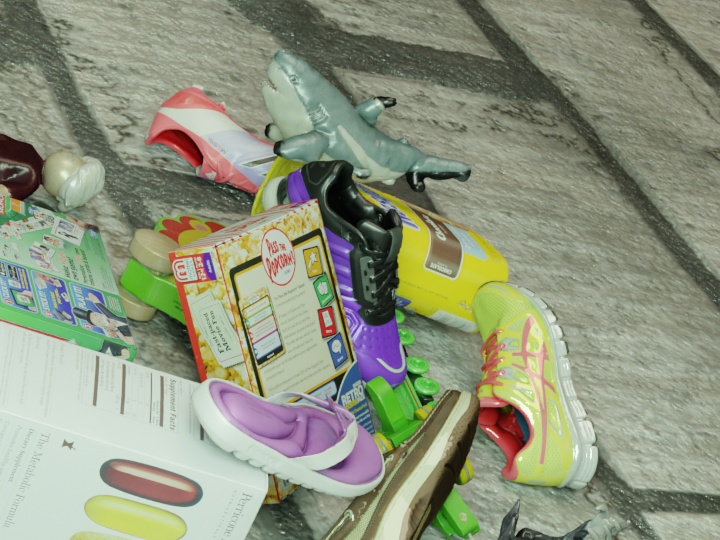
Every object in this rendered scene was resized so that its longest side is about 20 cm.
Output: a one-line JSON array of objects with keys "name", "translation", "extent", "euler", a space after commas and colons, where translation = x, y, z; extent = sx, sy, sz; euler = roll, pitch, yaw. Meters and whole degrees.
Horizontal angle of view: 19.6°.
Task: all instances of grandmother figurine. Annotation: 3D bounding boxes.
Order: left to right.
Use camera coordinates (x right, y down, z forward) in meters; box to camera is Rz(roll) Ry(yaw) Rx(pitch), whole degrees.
[{"name": "grandmother figurine", "translation": [-0.316, -0.093, 1.785], "extent": [0.200, 0.061, 0.121], "euler": [11, 39, -20]}]

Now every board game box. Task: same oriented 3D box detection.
[{"name": "board game box", "translation": [-0.247, 0.002, 1.558], "extent": [0.134, 0.029, 0.200], "euler": [18, 21, -24]}, {"name": "board game box", "translation": [-0.064, 0.060, 1.595], "extent": [0.046, 0.200, 0.151], "euler": [-8, 10, 32]}]

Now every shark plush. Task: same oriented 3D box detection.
[{"name": "shark plush", "translation": [0.004, -0.118, 1.815], "extent": [0.200, 0.083, 0.091], "euler": [23, 10, -1]}]

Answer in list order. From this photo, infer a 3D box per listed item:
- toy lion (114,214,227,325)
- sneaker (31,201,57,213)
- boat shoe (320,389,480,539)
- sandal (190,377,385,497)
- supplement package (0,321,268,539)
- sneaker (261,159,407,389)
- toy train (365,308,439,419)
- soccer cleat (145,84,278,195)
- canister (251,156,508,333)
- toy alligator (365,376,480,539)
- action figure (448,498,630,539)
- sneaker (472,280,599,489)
[{"name": "toy lion", "translation": [-0.107, 0.021, 1.764], "extent": [0.200, 0.069, 0.192], "euler": [36, 22, 19]}, {"name": "sneaker", "translation": [-0.284, -0.005, 1.661], "extent": [0.104, 0.060, 0.200], "euler": [36, 24, 18]}, {"name": "boat shoe", "translation": [0.022, 0.158, 1.552], "extent": [0.075, 0.075, 0.202], "euler": [22, 50, 14]}, {"name": "sandal", "translation": [-0.035, 0.111, 1.451], "extent": [0.203, 0.050, 0.083], "euler": [17, 35, -54]}, {"name": "supplement package", "translation": [-0.176, 0.134, 1.444], "extent": [0.200, 0.114, 0.110], "euler": [18, 27, -14]}, {"name": "sneaker", "translation": [0.000, 0.000, 1.699], "extent": [0.070, 0.099, 0.200], "euler": [-27, 91, -56]}, {"name": "toy train", "translation": [0.032, 0.097, 1.760], "extent": [0.056, 0.042, 0.200], "euler": [1, 35, -21]}, {"name": "soccer cleat", "translation": [-0.109, -0.098, 1.971], "extent": [0.200, 0.067, 0.076], "euler": [34, 60, 5]}, {"name": "canister", "translation": [0.018, -0.023, 1.864], "extent": [0.200, 0.087, 0.149], "euler": [21, 11, -26]}, {"name": "toy alligator", "translation": [0.059, 0.174, 1.631], "extent": [0.059, 0.054, 0.200], "euler": [-30, 79, -19]}, {"name": "action figure", "translation": [0.166, 0.235, 1.554], "extent": [0.200, 0.102, 0.119], "euler": [21, 59, -18]}, {"name": "sneaker", "translation": [0.129, 0.095, 1.769], "extent": [0.090, 0.078, 0.200], "euler": [-6, 57, -26]}]
